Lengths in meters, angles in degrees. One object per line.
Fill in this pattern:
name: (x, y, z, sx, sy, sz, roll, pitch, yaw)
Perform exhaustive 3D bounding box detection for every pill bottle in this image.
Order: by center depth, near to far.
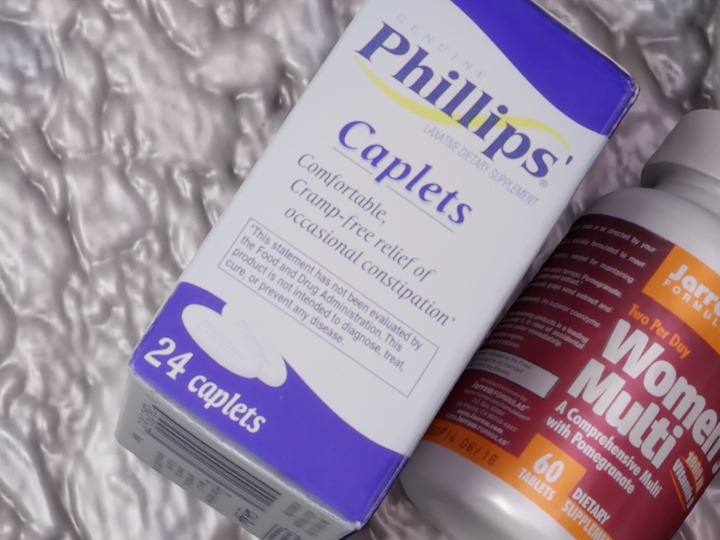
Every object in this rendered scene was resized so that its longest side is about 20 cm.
pill bottle: (0.114, 0.037, 0.915, 0.109, 0.110, 0.200, 38, 76, -1)

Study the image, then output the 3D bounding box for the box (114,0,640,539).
box: (0.000, 0.000, 0.865, 0.104, 0.184, 0.201, 33, 76, 0)
